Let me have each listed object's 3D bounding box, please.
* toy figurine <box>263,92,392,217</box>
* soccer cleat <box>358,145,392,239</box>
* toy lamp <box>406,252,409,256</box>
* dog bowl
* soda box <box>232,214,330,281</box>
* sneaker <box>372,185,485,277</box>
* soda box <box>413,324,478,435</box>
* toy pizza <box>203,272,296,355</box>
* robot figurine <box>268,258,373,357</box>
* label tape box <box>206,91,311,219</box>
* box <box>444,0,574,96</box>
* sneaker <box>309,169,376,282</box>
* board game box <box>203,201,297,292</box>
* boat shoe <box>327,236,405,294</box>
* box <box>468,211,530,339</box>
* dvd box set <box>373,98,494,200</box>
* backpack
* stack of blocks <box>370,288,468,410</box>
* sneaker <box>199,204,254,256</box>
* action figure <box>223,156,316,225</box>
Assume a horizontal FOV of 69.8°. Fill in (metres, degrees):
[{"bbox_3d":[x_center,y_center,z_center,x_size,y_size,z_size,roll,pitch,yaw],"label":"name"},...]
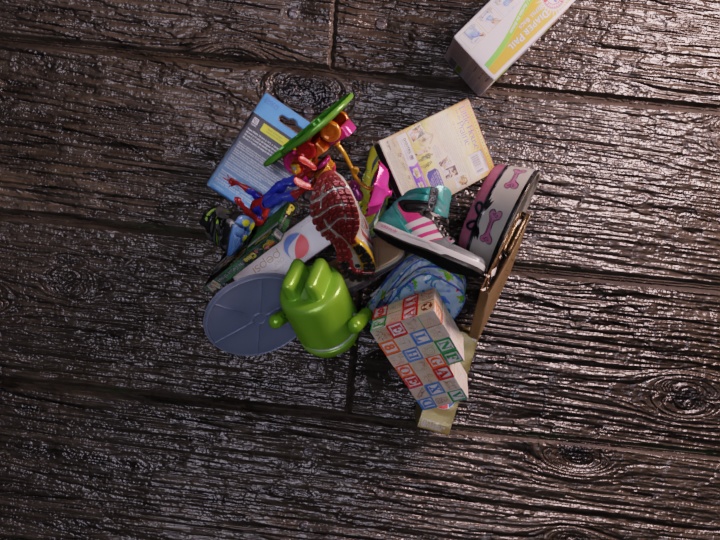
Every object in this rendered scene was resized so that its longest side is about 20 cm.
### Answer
[{"bbox_3d":[-0.038,-0.166,0.885,0.200,0.150,0.184,-28,112,30],"label":"toy figurine"},{"bbox_3d":[0.019,-0.137,0.967,0.084,0.065,0.201,0,95,3],"label":"soccer cleat"},{"bbox_3d":[0.097,-0.124,0.972,0.058,0.058,0.200,-5,97,1],"label":"toy lamp"},{"bbox_3d":[0.239,-0.095,0.909,0.074,0.200,0.200,27,95,17],"label":"dog bowl"},{"bbox_3d":[-0.144,-0.028,0.979,0.200,0.064,0.068,-35,93,3],"label":"soda box"},{"bbox_3d":[0.132,-0.075,0.852,0.200,0.084,0.121,27,82,23],"label":"sneaker"},{"bbox_3d":[0.163,0.205,0.991,0.064,0.068,0.200,17,95,-1],"label":"soda box"},{"bbox_3d":[-0.190,0.080,0.961,0.200,0.032,0.200,-13,131,-15],"label":"toy pizza"},{"bbox_3d":[-0.068,0.071,0.902,0.175,0.116,0.200,-1,135,18],"label":"robot figurine"},{"bbox_3d":[-0.168,-0.202,0.964,0.144,0.063,0.200,34,95,-4],"label":"label tape box"},{"bbox_3d":[0.261,-0.429,0.915,0.200,0.112,0.101,-44,93,3],"label":"box"},{"bbox_3d":[-0.028,-0.077,0.856,0.078,0.082,0.200,-10,127,11],"label":"sneaker"},{"bbox_3d":[-0.196,-0.041,0.917,0.200,0.105,0.023,-31,115,33],"label":"board game box"},{"bbox_3d":[0.000,0.000,0.962,0.200,0.065,0.072,-27,51,20],"label":"boat shoe"},{"bbox_3d":[0.235,0.016,0.887,0.021,0.200,0.164,25,67,17],"label":"box"},{"bbox_3d":[0.137,-0.204,0.934,0.200,0.029,0.147,-30,105,-16],"label":"dvd box set"},{"bbox_3d":[0.106,0.058,0.934,0.163,0.154,0.200,33,95,-5],"label":"backpack"},{"bbox_3d":[0.116,0.138,0.872,0.115,0.059,0.200,-21,118,22],"label":"stack of blocks"},{"bbox_3d":[-0.242,-0.073,0.908,0.083,0.200,0.071,39,78,-19],"label":"sneaker"},{"bbox_3d":[-0.168,-0.133,0.857,0.099,0.200,0.065,26,58,-28],"label":"action figure"}]
